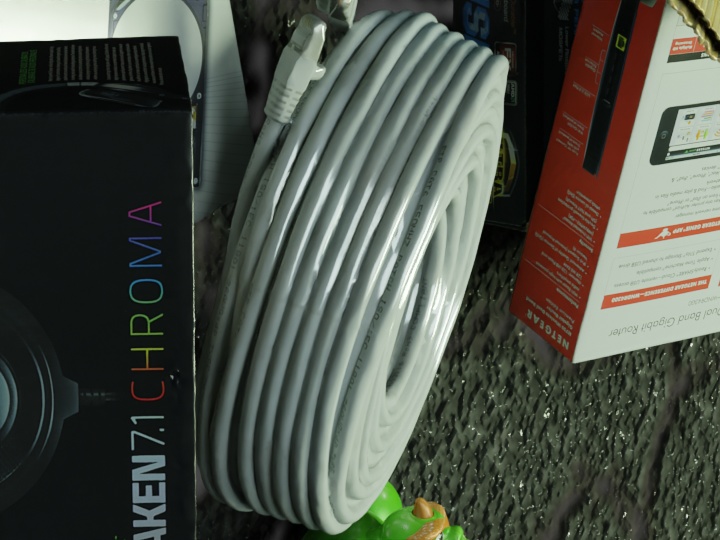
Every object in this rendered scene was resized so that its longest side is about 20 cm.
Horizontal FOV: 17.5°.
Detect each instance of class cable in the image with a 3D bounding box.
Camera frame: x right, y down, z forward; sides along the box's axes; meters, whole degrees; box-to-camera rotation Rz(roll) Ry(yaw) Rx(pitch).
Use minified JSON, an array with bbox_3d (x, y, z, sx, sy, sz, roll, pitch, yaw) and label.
[{"bbox_3d":[0.000,0.000,0.891,0.200,0.069,0.201,-4,112,-79],"label":"cable"}]

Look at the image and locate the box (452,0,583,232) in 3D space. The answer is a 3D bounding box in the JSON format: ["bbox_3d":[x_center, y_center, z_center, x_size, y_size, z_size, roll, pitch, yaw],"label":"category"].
[{"bbox_3d":[0.119,-0.132,1.086,0.198,0.049,0.202,-13,107,-46],"label":"box"}]

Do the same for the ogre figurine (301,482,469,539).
[{"bbox_3d":[0.013,0.154,0.954,0.120,0.098,0.200,56,36,-22],"label":"ogre figurine"}]

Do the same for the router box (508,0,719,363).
[{"bbox_3d":[0.172,-0.062,1.037,0.199,0.049,0.181,-9,125,-35],"label":"router box"}]

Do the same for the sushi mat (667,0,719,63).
[{"bbox_3d":[0.143,-0.187,0.941,0.096,0.012,0.201,45,49,-36],"label":"sushi mat"}]

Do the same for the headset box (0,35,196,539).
[{"bbox_3d":[-0.149,0.025,0.692,0.198,0.093,0.175,-1,108,-7],"label":"headset box"}]

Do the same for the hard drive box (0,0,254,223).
[{"bbox_3d":[-0.125,-0.099,0.786,0.156,0.076,0.201,-30,118,-43],"label":"hard drive box"}]
